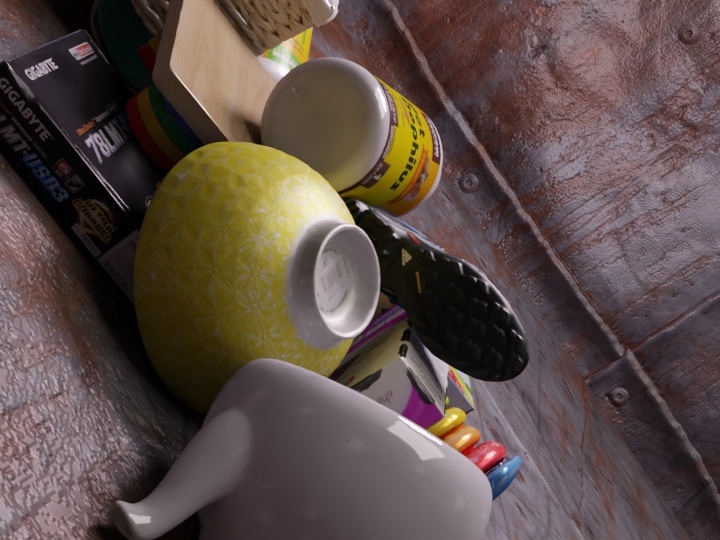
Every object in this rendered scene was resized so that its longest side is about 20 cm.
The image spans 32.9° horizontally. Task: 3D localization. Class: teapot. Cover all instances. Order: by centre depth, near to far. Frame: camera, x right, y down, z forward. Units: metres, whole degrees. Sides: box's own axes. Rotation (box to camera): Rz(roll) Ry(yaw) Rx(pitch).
[{"bbox_3d":[-0.024,0.157,0.740,0.200,0.146,0.197,25,-14,9],"label":"teapot"}]

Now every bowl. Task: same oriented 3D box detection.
[{"bbox_3d":[-0.051,0.007,0.857,0.200,0.107,0.201,-1,92,-56],"label":"bowl"}]

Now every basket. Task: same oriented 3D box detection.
[{"bbox_3d":[-0.132,-0.307,1.152,0.198,0.161,0.200,56,16,-21],"label":"basket"}]

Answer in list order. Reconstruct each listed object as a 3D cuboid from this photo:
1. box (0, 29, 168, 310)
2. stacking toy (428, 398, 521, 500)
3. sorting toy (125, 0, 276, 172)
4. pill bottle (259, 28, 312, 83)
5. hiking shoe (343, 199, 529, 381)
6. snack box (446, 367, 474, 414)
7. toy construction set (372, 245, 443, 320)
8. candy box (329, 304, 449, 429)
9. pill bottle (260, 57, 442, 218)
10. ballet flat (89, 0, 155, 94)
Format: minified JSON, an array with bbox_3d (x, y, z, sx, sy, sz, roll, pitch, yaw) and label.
[{"bbox_3d":[-0.191,-0.081,0.925,0.199,0.050,0.200,55,11,-12],"label":"box"},{"bbox_3d":[0.052,0.143,1.142,0.200,0.116,0.110,56,12,11],"label":"stacking toy"},{"bbox_3d":[-0.116,-0.118,1.018,0.199,0.069,0.200,52,18,-29],"label":"sorting toy"},{"bbox_3d":[-0.114,-0.222,1.325,0.111,0.111,0.201,43,43,-46],"label":"pill bottle"},{"bbox_3d":[0.060,0.010,0.968,0.200,0.074,0.087,42,15,17],"label":"hiking shoe"},{"bbox_3d":[0.059,0.077,1.474,0.200,0.053,0.142,53,11,-15],"label":"snack box"},{"bbox_3d":[0.000,0.000,1.191,0.200,0.132,0.092,18,26,23],"label":"toy construction set"},{"bbox_3d":[0.003,0.100,0.994,0.061,0.136,0.200,53,13,-7],"label":"candy box"},{"bbox_3d":[0.003,-0.104,1.031,0.109,0.109,0.200,60,15,16],"label":"pill bottle"},{"bbox_3d":[-0.200,-0.189,1.179,0.062,0.067,0.200,24,-24,55],"label":"ballet flat"}]
